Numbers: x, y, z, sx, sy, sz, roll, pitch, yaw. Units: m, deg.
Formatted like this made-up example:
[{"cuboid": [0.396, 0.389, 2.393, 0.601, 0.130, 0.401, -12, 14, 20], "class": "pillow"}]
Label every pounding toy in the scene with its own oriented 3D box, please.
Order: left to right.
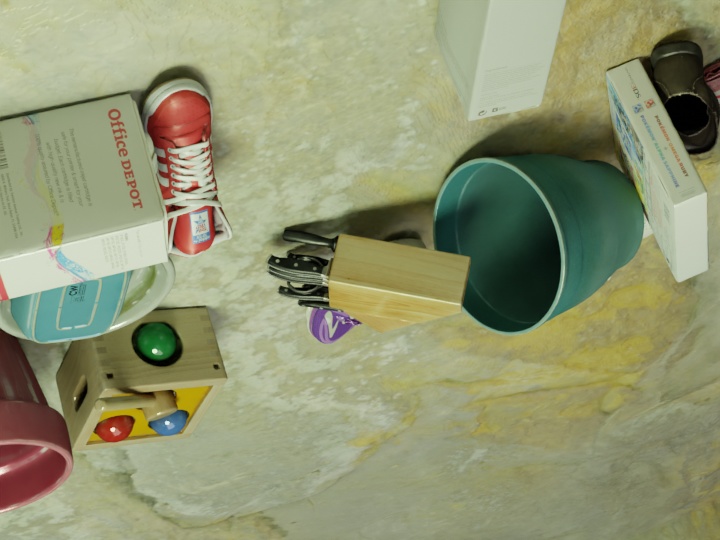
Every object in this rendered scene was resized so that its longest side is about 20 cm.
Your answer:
[{"cuboid": [-0.263, 0.137, 1.764, 0.183, 0.143, 0.200, -4, 149, -29], "class": "pounding toy"}]

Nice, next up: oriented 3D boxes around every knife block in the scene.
[{"cuboid": [0.000, 0.000, 1.686, 0.175, 0.064, 0.199, 31, 149, -34], "class": "knife block"}]

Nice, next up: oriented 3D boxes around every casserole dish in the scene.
[{"cuboid": [-0.293, 0.020, 1.535, 0.120, 0.039, 0.200, -7, 150, -23], "class": "casserole dish"}]

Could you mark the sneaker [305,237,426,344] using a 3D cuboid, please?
[{"cuboid": [0.009, 0.039, 1.827, 0.080, 0.084, 0.200, 10, 142, -44], "class": "sneaker"}]

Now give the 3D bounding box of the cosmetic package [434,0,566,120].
[{"cuboid": [0.126, -0.241, 1.356, 0.081, 0.113, 0.200, -13, 155, -11], "class": "cosmetic package"}]

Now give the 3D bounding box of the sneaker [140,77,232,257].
[{"cuboid": [-0.166, -0.090, 1.440, 0.071, 0.113, 0.200, -13, 152, -13], "class": "sneaker"}]

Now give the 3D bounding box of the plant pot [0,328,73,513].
[{"cuboid": [-0.431, 0.155, 1.648, 0.199, 0.180, 0.200, -16, 153, -8], "class": "plant pot"}]

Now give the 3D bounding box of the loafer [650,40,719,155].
[{"cuboid": [0.357, -0.175, 1.657, 0.073, 0.072, 0.200, -8, 153, 20], "class": "loafer"}]

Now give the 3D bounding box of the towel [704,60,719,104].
[{"cuboid": [0.486, -0.221, 1.728, 0.144, 0.023, 0.200, -30, 151, 21], "class": "towel"}]

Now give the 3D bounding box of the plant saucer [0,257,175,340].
[{"cuboid": [-0.300, 0.007, 1.602, 0.199, 0.050, 0.200, -15, 153, -8], "class": "plant saucer"}]

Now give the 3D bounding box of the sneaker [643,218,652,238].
[{"cuboid": [0.305, -0.024, 1.902, 0.199, 0.087, 0.075, -25, 151, 8], "class": "sneaker"}]

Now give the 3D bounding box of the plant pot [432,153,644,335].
[{"cuboid": [0.218, -0.046, 1.706, 0.187, 0.201, 0.200, -16, 157, -39], "class": "plant pot"}]

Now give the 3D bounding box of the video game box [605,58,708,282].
[{"cuboid": [0.331, -0.108, 1.659, 0.047, 0.183, 0.200, -24, 153, 2], "class": "video game box"}]

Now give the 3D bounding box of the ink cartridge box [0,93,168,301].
[{"cuboid": [-0.288, -0.064, 1.371, 0.199, 0.148, 0.086, -12, 153, -12], "class": "ink cartridge box"}]
